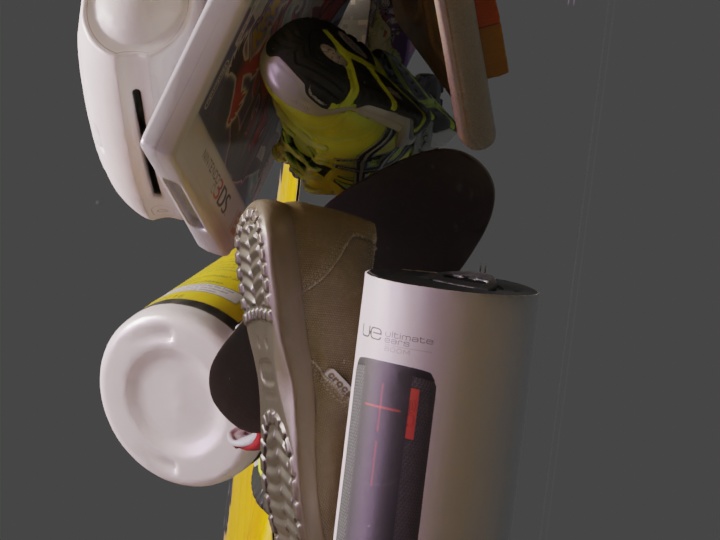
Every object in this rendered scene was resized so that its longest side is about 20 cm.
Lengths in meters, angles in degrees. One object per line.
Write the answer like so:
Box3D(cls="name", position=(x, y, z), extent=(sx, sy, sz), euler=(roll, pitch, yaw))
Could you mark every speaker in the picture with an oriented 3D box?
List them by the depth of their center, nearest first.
Box3D(cls="speaker", position=(0.030, 0.100, 1.314), extent=(0.081, 0.081, 0.202), euler=(-130, 47, -82))

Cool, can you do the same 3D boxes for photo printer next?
Box3D(cls="photo printer", position=(-0.104, -0.139, 1.573), extent=(0.167, 0.069, 0.201), euler=(83, -171, -57))

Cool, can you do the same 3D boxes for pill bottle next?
Box3D(cls="pill bottle", position=(-0.061, 0.043, 1.782), extent=(0.200, 0.111, 0.112), euler=(-37, -39, -55))

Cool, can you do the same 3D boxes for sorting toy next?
Box3D(cls="sorting toy", position=(0.034, -0.181, 1.482), extent=(0.200, 0.036, 0.186), euler=(-111, 9, -61))

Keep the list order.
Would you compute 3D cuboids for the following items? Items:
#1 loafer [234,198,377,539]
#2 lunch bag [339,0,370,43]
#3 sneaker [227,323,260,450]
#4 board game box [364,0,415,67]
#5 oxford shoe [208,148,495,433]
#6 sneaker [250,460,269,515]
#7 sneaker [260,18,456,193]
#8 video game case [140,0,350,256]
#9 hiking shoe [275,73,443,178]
Box3D(cls="loafer", position=(-0.011, 0.064, 1.371), extent=(0.076, 0.067, 0.202), euler=(-153, 55, -73))
Box3D(cls="lunch bag", position=(-0.018, -0.215, 1.898), extent=(0.164, 0.117, 0.201), euler=(-99, 11, -71))
Box3D(cls="sneaker", position=(-0.023, 0.056, 1.679), extent=(0.200, 0.112, 0.072), euler=(-102, 16, -78))
Box3D(cls="board game box", position=(0.028, -0.187, 1.718), extent=(0.200, 0.032, 0.121), euler=(-70, -9, -77))
Box3D(cls="oxford shoe", position=(0.000, 0.000, 1.521), extent=(0.200, 0.071, 0.071), euler=(-42, -1, 30))
Box3D(cls="sneaker", position=(-0.015, 0.125, 1.798), extent=(0.200, 0.075, 0.077), euler=(-145, 68, -71))
Box3D(cls="sneaker", position=(-0.009, -0.072, 1.512), extent=(0.076, 0.075, 0.200), euler=(-45, -19, 8))
Box3D(cls="video game case", position=(-0.046, -0.121, 1.511), extent=(0.182, 0.023, 0.201), euler=(68, -134, -74))
Box3D(cls="hiking shoe", position=(-0.009, -0.086, 1.754), extent=(0.200, 0.100, 0.076), euler=(131, 145, -80))
